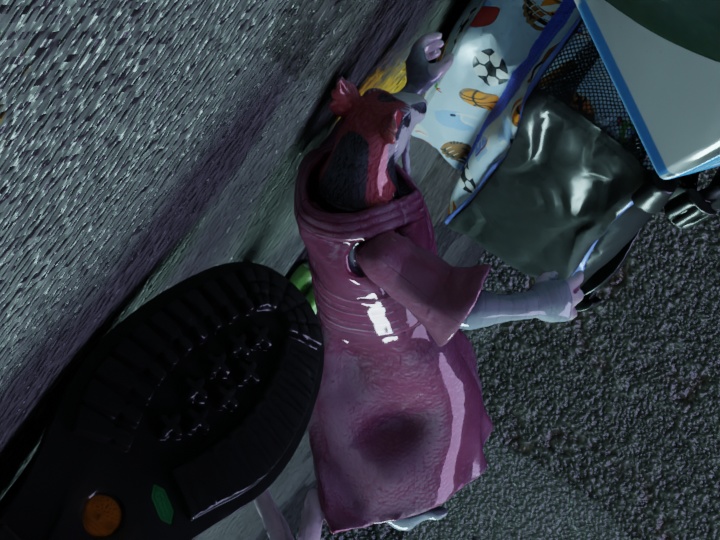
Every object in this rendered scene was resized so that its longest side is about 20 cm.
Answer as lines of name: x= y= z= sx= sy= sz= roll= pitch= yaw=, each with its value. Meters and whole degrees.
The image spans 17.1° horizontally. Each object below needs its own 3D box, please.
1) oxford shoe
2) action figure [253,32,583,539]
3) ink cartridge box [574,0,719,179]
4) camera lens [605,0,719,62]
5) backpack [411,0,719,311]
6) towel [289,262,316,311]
oxford shoe: x=-0.085 y=0.073 z=0.775 sx=0.200 sy=0.073 sz=0.084 roll=-50 pitch=-171 yaw=-32
action figure: x=0.000 y=0.000 z=0.952 sx=0.148 sy=0.134 sz=0.201 roll=-23 pitch=137 yaw=-9
ink cartridge box: x=0.172 y=-0.129 z=0.974 sx=0.086 sy=0.147 sz=0.200 roll=-31 pitch=170 yaw=37
camera lens: x=0.142 y=-0.171 z=0.727 sx=0.200 sy=0.160 sz=0.160 roll=-55 pitch=176 yaw=-11
backpack: x=0.122 y=-0.099 z=1.126 sx=0.191 sy=0.154 sz=0.200 roll=-47 pitch=180 yaw=-21
towel: x=-0.047 y=0.061 z=1.245 sx=0.150 sy=0.031 sz=0.200 roll=-57 pitch=175 yaw=5
